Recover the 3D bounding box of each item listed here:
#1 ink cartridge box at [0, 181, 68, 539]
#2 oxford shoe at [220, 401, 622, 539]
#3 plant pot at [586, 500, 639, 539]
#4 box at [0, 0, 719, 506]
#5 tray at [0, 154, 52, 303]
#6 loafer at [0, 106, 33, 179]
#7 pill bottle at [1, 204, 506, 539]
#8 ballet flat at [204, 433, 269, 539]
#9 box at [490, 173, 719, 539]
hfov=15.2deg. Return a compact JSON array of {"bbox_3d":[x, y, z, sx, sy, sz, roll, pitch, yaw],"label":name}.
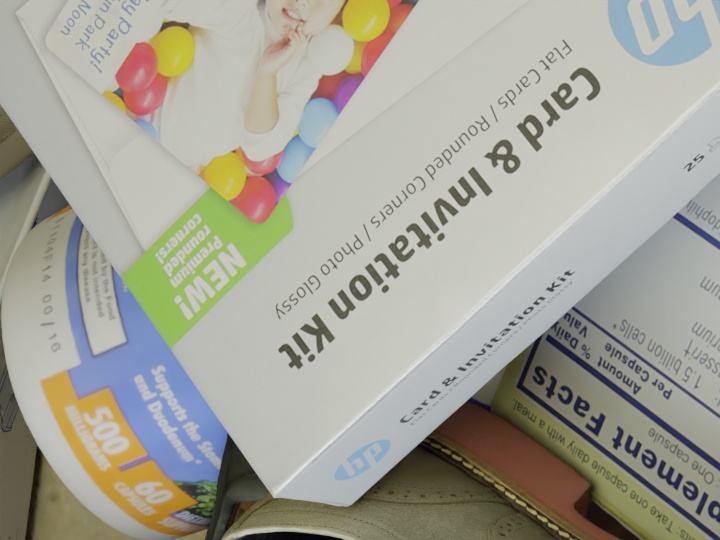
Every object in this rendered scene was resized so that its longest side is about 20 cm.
[{"bbox_3d":[-0.161,0.060,0.940,0.094,0.044,0.201,7,90,30],"label":"ink cartridge box"},{"bbox_3d":[0.050,0.097,0.579,0.200,0.074,0.071,27,128,41],"label":"oxford shoe"},{"bbox_3d":[0.044,0.137,0.742,0.093,0.201,0.201,32,102,12],"label":"plant pot"},{"bbox_3d":[-0.011,-0.073,0.601,0.156,0.041,0.200,-42,68,15],"label":"box"},{"bbox_3d":[-0.132,-0.057,0.906,0.107,0.022,0.201,5,63,28],"label":"tray"},{"bbox_3d":[-0.166,-0.034,0.851,0.200,0.067,0.076,-47,51,-7],"label":"loafer"},{"bbox_3d":[0.000,0.000,0.816,0.200,0.112,0.112,-24,76,26],"label":"pill bottle"},{"bbox_3d":[-0.028,0.115,0.795,0.068,0.069,0.201,9,129,5],"label":"ballet flat"},{"bbox_3d":[0.152,-0.031,0.636,0.097,0.176,0.201,38,116,34],"label":"box"}]
